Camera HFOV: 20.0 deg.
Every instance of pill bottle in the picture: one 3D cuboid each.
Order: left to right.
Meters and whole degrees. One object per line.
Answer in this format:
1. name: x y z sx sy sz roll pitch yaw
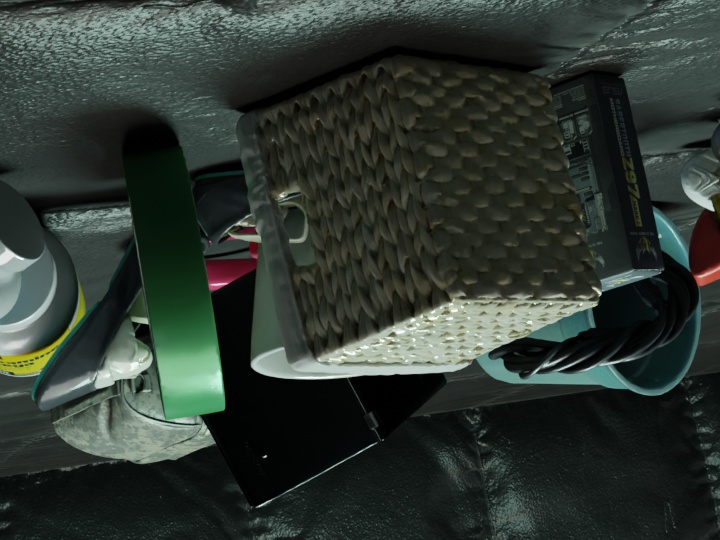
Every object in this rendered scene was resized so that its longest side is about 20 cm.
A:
1. pill bottle: -0.333 0.012 1.534 0.199 0.111 0.111 -32 162 22
2. pill bottle: -0.289 0.021 1.692 0.111 0.113 0.200 -10 170 -6

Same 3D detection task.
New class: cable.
1. cable: 0.199 0.042 1.752 0.162 0.051 0.200 9 -147 28

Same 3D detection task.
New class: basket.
1. basket: 0.042 -0.040 1.473 0.160 0.200 0.199 -24 163 39

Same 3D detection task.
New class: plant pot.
1. plant pot: 0.226 0.039 2.175 0.195 0.202 0.199 -9 174 43

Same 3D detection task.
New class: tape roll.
1. tape roll: -0.140 0.009 1.526 0.048 0.202 0.200 -9 170 -7

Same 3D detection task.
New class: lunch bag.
1. lunch bag: -0.250 0.145 2.361 0.167 0.141 0.199 -4 167 -38

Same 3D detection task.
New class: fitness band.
1. fitness band: -0.136 -0.014 1.902 0.142 0.038 0.200 -11 170 17

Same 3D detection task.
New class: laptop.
1. laptop: -0.050 0.076 1.838 0.115 0.188 0.200 -23 -172 37

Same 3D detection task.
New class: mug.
1. mug: -0.008 0.002 1.728 0.185 0.155 0.149 3 162 -27

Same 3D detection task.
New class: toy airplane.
1. toy airplane: 0.372 -0.090 1.779 0.198 0.141 0.201 -27 153 -39

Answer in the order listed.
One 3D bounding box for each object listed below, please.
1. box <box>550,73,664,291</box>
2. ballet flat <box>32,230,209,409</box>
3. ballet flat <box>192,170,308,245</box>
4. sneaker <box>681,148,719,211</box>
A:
1. box: 0.133 -0.050 1.612 0.199 0.159 0.051 -20 166 39
2. ballet flat: -0.187 0.038 1.654 0.073 0.201 0.073 29 163 10
3. ballet flat: -0.038 -0.059 1.641 0.198 0.074 0.073 -12 170 5
4. sneaker: 0.377 -0.082 1.948 0.198 0.079 0.099 -1 175 -29
